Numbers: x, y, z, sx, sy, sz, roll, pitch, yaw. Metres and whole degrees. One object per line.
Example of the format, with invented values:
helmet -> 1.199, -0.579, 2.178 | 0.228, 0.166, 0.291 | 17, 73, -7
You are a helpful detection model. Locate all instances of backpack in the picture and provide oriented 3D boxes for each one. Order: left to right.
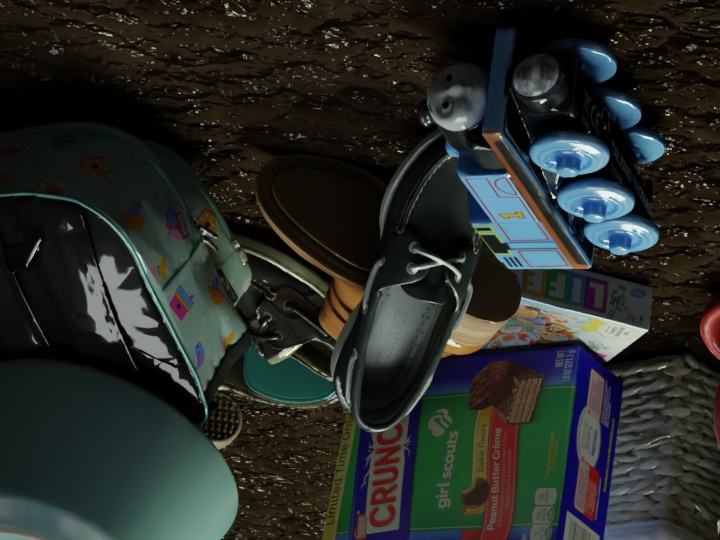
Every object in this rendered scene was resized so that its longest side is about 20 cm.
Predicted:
backpack -> -0.175, -0.004, 1.542 | 0.174, 0.154, 0.201 | -3, 134, 31

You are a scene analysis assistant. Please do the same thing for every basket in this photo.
basket -> 0.222, 0.179, 1.850 | 0.199, 0.162, 0.198 | -15, 148, 42

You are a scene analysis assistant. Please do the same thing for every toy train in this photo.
toy train -> 0.108, -0.067, 1.394 | 0.113, 0.087, 0.200 | -3, 155, 23

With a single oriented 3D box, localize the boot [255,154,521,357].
boot -> 0.000, 0.000, 1.604 | 0.199, 0.077, 0.155 | 22, 159, -14

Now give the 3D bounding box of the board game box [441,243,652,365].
board game box -> 0.111, 0.044, 1.730 | 0.133, 0.035, 0.200 | 13, 157, -13

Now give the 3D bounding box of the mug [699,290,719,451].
mug -> 0.334, 0.077, 1.614 | 0.176, 0.135, 0.200 | 16, 153, -23

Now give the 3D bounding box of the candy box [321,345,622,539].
candy box -> 0.079, 0.150, 1.728 | 0.199, 0.170, 0.077 | -8, 150, 34

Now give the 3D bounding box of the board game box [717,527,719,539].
board game box -> 0.354, 0.193, 1.788 | 0.061, 0.202, 0.199 | -9, 152, 43

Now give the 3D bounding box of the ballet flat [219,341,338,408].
ballet flat -> -0.087, 0.066, 1.834 | 0.198, 0.069, 0.075 | 5, 180, 22

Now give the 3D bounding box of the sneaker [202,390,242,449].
sneaker -> -0.200, 0.116, 1.967 | 0.199, 0.071, 0.075 | 18, 157, -21

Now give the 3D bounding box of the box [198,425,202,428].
box -> -0.158, 0.098, 1.719 | 0.044, 0.162, 0.200 | 17, 175, -19

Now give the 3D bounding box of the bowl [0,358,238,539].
bowl -> -0.189, 0.160, 1.533 | 0.199, 0.105, 0.202 | 14, 140, 12

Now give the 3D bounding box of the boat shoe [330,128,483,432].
boat shoe -> 0.039, 0.008, 1.490 | 0.075, 0.201, 0.060 | 11, -157, -15

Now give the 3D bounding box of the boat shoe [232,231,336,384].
boat shoe -> -0.049, 0.037, 1.696 | 0.200, 0.066, 0.072 | 29, 157, -17
